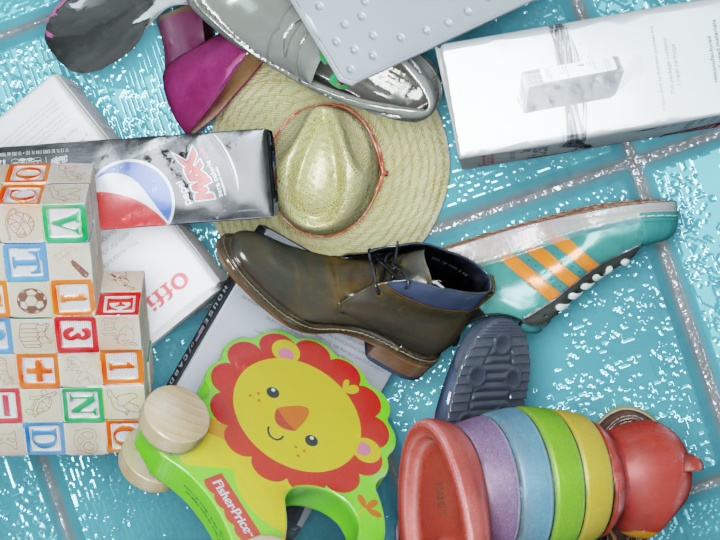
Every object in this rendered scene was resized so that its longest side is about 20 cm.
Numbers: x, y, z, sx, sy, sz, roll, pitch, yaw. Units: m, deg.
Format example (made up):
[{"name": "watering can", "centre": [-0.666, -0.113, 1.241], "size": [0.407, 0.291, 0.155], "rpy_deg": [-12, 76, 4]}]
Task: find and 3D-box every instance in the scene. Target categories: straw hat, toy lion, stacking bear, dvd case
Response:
[{"name": "straw hat", "centre": [-0.028, -0.074, 1.281], "size": [0.200, 0.085, 0.202], "rpy_deg": [0, 91, 4]}, {"name": "toy lion", "centre": [-0.051, 0.133, 1.181], "size": [0.191, 0.069, 0.200], "rpy_deg": [-15, 59, -37]}, {"name": "stacking bear", "centre": [0.138, 0.149, 1.199], "size": [0.199, 0.121, 0.114], "rpy_deg": [-3, 81, -21]}, {"name": "dvd case", "centre": [-0.062, 0.086, 1.283], "size": [0.150, 0.025, 0.200], "rpy_deg": [29, 92, -25]}]

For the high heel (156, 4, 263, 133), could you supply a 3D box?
[{"name": "high heel", "centre": [-0.054, -0.170, 1.289], "size": [0.200, 0.067, 0.096], "rpy_deg": [-18, 76, 18]}]

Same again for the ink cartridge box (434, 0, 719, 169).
[{"name": "ink cartridge box", "centre": [0.159, -0.131, 1.240], "size": [0.199, 0.144, 0.084], "rpy_deg": [-9, 90, 4]}]

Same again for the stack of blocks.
[{"name": "stack of blocks", "centre": [-0.205, 0.028, 1.182], "size": [0.115, 0.059, 0.200], "rpy_deg": [-2, 120, -1]}]

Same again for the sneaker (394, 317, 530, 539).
[{"name": "sneaker", "centre": [0.065, 0.124, 1.273], "size": [0.070, 0.082, 0.201], "rpy_deg": [12, 97, -31]}]

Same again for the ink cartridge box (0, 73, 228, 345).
[{"name": "ink cartridge box", "centre": [-0.214, -0.022, 1.294], "size": [0.146, 0.083, 0.200], "rpy_deg": [-38, 88, 3]}]

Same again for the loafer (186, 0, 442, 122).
[{"name": "loafer", "centre": [-0.032, -0.165, 1.230], "size": [0.200, 0.070, 0.070], "rpy_deg": [24, 103, -8]}]

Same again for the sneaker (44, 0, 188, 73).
[{"name": "sneaker", "centre": [-0.150, -0.233, 1.285], "size": [0.200, 0.086, 0.080], "rpy_deg": [-27, 123, 6]}]

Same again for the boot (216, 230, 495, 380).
[{"name": "boot", "centre": [0.000, 0.000, 1.212], "size": [0.200, 0.075, 0.097], "rpy_deg": [27, 125, -33]}]

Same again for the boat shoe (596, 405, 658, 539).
[{"name": "boat shoe", "centre": [0.170, 0.196, 1.278], "size": [0.072, 0.072, 0.200], "rpy_deg": [28, 92, 3]}]

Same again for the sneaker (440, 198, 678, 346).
[{"name": "sneaker", "centre": [0.143, 0.001, 1.284], "size": [0.199, 0.071, 0.080], "rpy_deg": [-15, 94, 9]}]

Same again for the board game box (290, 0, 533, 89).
[{"name": "board game box", "centre": [0.011, -0.245, 1.229], "size": [0.200, 0.026, 0.200], "rpy_deg": [-28, 84, -29]}]

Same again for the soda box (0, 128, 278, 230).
[{"name": "soda box", "centre": [-0.159, -0.062, 1.214], "size": [0.199, 0.071, 0.064], "rpy_deg": [-5, 94, 1]}]
